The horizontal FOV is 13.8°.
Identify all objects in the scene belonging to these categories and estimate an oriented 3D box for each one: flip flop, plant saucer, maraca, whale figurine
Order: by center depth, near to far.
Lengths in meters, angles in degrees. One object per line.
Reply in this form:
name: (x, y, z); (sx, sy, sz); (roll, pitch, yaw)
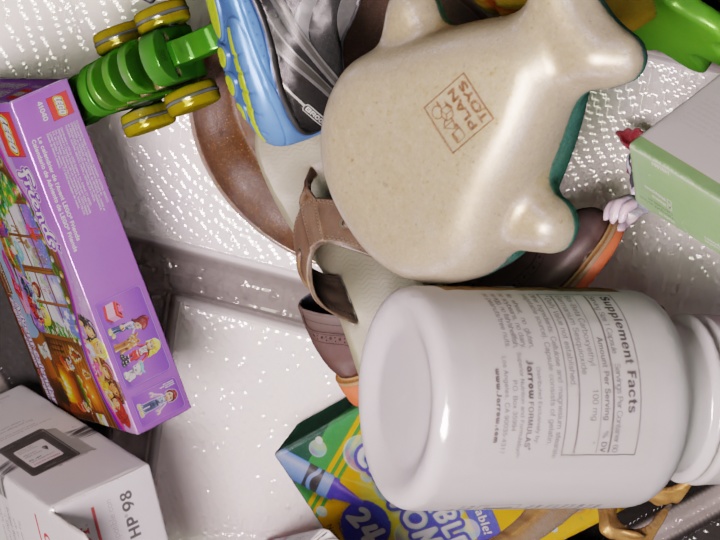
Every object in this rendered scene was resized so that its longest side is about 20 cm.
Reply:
whale figurine: (0.072, -0.081, 1.504); (0.200, 0.104, 0.159); (-43, 73, 35)
maraca: (0.113, -0.165, 1.535); (0.200, 0.137, 0.107); (37, 85, -14)
flip flop: (0.000, 0.000, 1.585); (0.081, 0.058, 0.201); (-23, 84, 26)
plant saucer: (0.005, -0.089, 1.630); (0.199, 0.035, 0.201); (7, 122, 11)

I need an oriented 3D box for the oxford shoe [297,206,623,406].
oxford shoe: (0.052, 0.008, 1.618); (0.200, 0.071, 0.073); (-28, 111, 28)

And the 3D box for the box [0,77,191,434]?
box: (-0.171, -0.011, 1.680); (0.137, 0.039, 0.201); (7, 119, 63)

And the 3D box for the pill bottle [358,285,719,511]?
pill bottle: (0.109, 0.066, 1.533); (0.199, 0.114, 0.115); (1, 114, -22)

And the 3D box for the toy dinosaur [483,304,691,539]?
toy dinosaur: (0.120, 0.110, 1.617); (0.106, 0.200, 0.060); (32, 153, 2)

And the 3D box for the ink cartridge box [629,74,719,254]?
ink cartridge box: (0.254, -0.074, 1.487); (0.145, 0.200, 0.048); (34, 152, 38)

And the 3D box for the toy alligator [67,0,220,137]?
toy alligator: (-0.137, -0.101, 1.632); (0.200, 0.054, 0.059); (-20, 88, 48)

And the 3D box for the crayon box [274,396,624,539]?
crayon box: (0.068, 0.103, 1.687); (0.200, 0.052, 0.126); (-31, 98, 23)

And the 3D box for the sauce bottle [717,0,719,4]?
sauce bottle: (0.171, -0.227, 1.533); (0.066, 0.066, 0.200); (-26, 98, 23)

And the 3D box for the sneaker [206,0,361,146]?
sneaker: (-0.041, -0.165, 1.533); (0.082, 0.071, 0.200); (-20, 114, -17)

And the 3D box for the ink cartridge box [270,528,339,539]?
ink cartridge box: (-0.017, 0.226, 1.673); (0.086, 0.200, 0.148); (-43, 91, -11)

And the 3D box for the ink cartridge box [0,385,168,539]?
ink cartridge box: (-0.163, 0.155, 1.697); (0.200, 0.067, 0.116); (25, 133, 54)

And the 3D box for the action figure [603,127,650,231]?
action figure: (0.218, -0.050, 1.559); (0.200, 0.134, 0.149); (24, 82, 34)

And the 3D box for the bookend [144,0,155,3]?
bookend: (-0.073, -0.219, 1.592); (0.198, 0.092, 0.200); (29, 116, 5)
